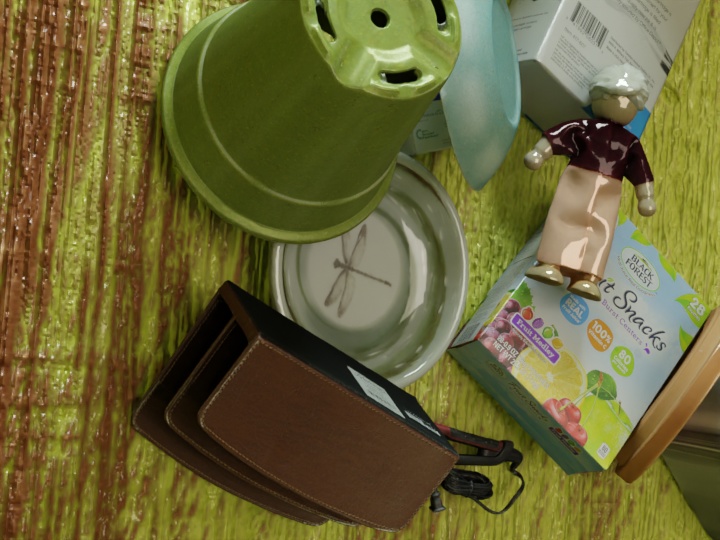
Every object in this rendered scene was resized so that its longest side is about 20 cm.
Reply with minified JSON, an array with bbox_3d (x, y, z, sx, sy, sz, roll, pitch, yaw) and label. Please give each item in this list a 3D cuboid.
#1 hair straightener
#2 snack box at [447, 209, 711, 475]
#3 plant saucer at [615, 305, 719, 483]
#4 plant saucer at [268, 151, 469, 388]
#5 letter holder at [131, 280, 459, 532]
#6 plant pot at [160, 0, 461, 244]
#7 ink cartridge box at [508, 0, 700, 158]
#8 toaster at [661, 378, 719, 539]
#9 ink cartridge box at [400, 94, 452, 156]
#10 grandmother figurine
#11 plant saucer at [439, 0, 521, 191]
[{"bbox_3d":[0.071,0.172,1.210,0.199,0.041,0.078,19,79,-39],"label":"hair straightener"},{"bbox_3d":[0.199,0.052,1.259,0.169,0.068,0.200,44,63,-11],"label":"snack box"},{"bbox_3d":[0.294,0.107,1.291,0.032,0.201,0.201,35,65,8],"label":"plant saucer"},{"bbox_3d":[0.000,0.000,1.145,0.199,0.050,0.202,0,91,-36],"label":"plant saucer"},{"bbox_3d":[-0.054,0.128,1.047,0.199,0.101,0.143,34,97,-29],"label":"letter holder"},{"bbox_3d":[-0.021,-0.144,1.009,0.199,0.190,0.202,9,69,-24],"label":"plant pot"},{"bbox_3d":[0.216,-0.225,1.281,0.146,0.084,0.201,38,68,-29],"label":"ink cartridge box"},{"bbox_3d":[0.406,0.168,1.398,0.181,0.118,0.201,-48,118,-27],"label":"toaster"},{"bbox_3d":[0.055,-0.202,1.189,0.099,0.039,0.202,-13,99,-40],"label":"ink cartridge box"},{"bbox_3d":[0.197,-0.083,1.196,0.121,0.061,0.201,20,85,-18],"label":"grandmother figurine"},{"bbox_3d":[0.099,-0.166,1.115,0.201,0.038,0.203,-6,90,-74],"label":"plant saucer"}]
